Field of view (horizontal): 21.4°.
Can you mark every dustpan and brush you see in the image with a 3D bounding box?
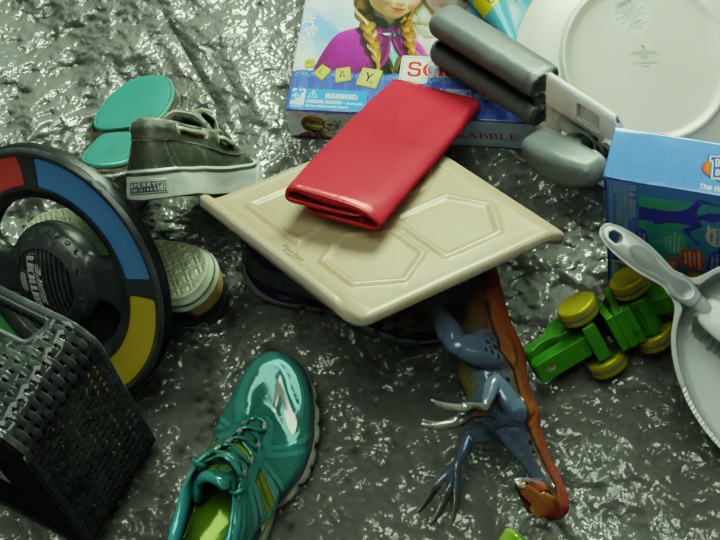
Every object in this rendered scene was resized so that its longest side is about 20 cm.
[{"bbox_3d":[0.243,0.032,1.306,0.199,0.057,0.140,37,88,3],"label":"dustpan and brush"}]

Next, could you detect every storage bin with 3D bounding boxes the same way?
[{"bbox_3d":[-0.238,0.096,1.319,0.134,0.201,0.094,24,67,19],"label":"storage bin"}]

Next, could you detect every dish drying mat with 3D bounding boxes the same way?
[{"bbox_3d":[0.019,-0.087,1.375,0.076,0.018,0.200,15,33,18],"label":"dish drying mat"}]

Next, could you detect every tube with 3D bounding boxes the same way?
[{"bbox_3d":[0.089,-0.251,1.495,0.077,0.050,0.200,-41,72,-7],"label":"tube"}]

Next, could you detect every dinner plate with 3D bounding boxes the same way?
[{"bbox_3d":[0.216,-0.157,1.448,0.198,0.024,0.202,1,75,-5],"label":"dinner plate"}]

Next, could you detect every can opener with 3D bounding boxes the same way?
[{"bbox_3d":[0.113,-0.126,1.396,0.067,0.054,0.200,-34,51,-26],"label":"can opener"}]

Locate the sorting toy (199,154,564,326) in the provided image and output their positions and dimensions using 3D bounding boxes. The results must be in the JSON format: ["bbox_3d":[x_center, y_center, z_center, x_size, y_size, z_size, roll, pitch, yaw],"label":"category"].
[{"bbox_3d":[0.014,-0.030,1.333,0.199,0.037,0.185,-19,38,-32],"label":"sorting toy"}]

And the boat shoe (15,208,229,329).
[{"bbox_3d":[-0.182,0.003,1.441,0.198,0.062,0.075,12,66,31],"label":"boat shoe"}]

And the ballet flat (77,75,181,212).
[{"bbox_3d":[-0.180,-0.087,1.469,0.071,0.073,0.201,-2,25,7],"label":"ballet flat"}]

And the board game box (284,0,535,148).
[{"bbox_3d":[0.052,-0.197,1.517,0.198,0.041,0.201,3,63,10],"label":"board game box"}]

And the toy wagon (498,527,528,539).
[{"bbox_3d":[0.078,0.250,1.263,0.199,0.040,0.156,33,86,34],"label":"toy wagon"}]

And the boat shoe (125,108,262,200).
[{"bbox_3d":[-0.120,-0.087,1.401,0.070,0.200,0.064,-3,93,12],"label":"boat shoe"}]

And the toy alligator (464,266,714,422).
[{"bbox_3d":[0.159,0.045,1.373,0.199,0.060,0.054,-28,22,8],"label":"toy alligator"}]

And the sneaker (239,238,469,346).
[{"bbox_3d":[0.000,0.000,1.397,0.198,0.088,0.075,9,64,13],"label":"sneaker"}]

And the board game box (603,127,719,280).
[{"bbox_3d":[0.272,-0.029,1.334,0.198,0.152,0.045,11,64,13],"label":"board game box"}]

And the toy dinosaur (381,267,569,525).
[{"bbox_3d":[0.096,0.080,1.302,0.181,0.105,0.200,39,82,17],"label":"toy dinosaur"}]

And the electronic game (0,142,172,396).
[{"bbox_3d":[-0.219,0.003,1.381,0.199,0.202,0.042,27,37,21],"label":"electronic game"}]

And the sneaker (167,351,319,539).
[{"bbox_3d":[-0.085,0.145,1.340,0.077,0.080,0.202,14,65,16],"label":"sneaker"}]
